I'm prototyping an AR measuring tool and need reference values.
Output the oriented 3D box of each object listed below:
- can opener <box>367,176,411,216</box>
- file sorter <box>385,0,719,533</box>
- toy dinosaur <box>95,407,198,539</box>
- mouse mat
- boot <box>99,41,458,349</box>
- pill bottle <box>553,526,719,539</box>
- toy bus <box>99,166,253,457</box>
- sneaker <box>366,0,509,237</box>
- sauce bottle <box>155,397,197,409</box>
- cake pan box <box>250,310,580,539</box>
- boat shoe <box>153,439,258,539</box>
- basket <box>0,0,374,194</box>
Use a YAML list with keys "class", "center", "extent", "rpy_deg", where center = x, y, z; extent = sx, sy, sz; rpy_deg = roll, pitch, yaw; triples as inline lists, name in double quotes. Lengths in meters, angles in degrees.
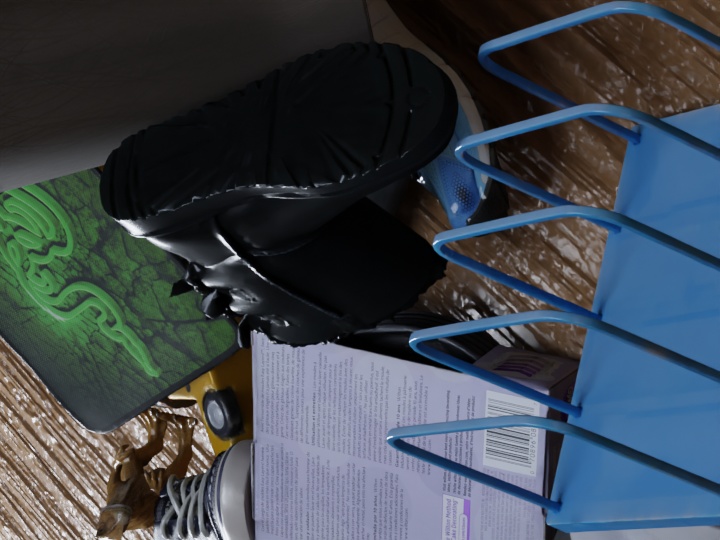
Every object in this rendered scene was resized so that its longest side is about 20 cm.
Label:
- class: "can opener"
  center: [0.000, 0.000, 1.443]
  extent: [0.066, 0.053, 0.200]
  rpy_deg: [22, 136, 5]
- class: "file sorter"
  center: [0.107, 0.001, 1.127]
  extent: [0.139, 0.123, 0.200]
  rpy_deg: [-12, 60, 57]
- class: "toy dinosaur"
  center: [-0.132, 0.141, 1.629]
  extent: [0.060, 0.200, 0.106]
  rpy_deg: [11, 87, 19]
- class: "mouse mat"
  center: [-0.177, 0.001, 1.519]
  extent: [0.200, 0.008, 0.161]
  rpy_deg: [49, 132, -9]
- class: "boot"
  center: [-0.011, -0.028, 1.239]
  extent: [0.198, 0.162, 0.074]
  rpy_deg: [-17, 58, 25]
- class: "pill bottle"
  center: [0.145, 0.155, 1.246]
  extent: [0.116, 0.116, 0.200]
  rpy_deg: [48, 139, 29]
- class: "toy bus"
  center: [-0.094, 0.014, 1.558]
  extent: [0.078, 0.065, 0.200]
  rpy_deg: [-6, 102, 56]
- class: "sneaker"
  center: [0.003, -0.078, 1.330]
  extent: [0.200, 0.090, 0.078]
  rpy_deg: [49, 169, 34]
- class: "sauce bottle"
  center: [-0.167, 0.047, 1.686]
  extent: [0.200, 0.066, 0.066]
  rpy_deg: [11, 116, 55]
- class: "cake pan box"
  center: [0.028, 0.123, 1.388]
  extent: [0.184, 0.052, 0.200]
  rpy_deg: [10, 111, 27]
- class: "boat shoe"
  center: [-0.085, 0.146, 1.515]
  extent: [0.093, 0.075, 0.200]
  rpy_deg: [8, 159, 13]
- class: "basket"
  center: [-0.097, -0.123, 1.262]
  extent: [0.180, 0.200, 0.136]
  rpy_deg: [-90, -12, -88]
